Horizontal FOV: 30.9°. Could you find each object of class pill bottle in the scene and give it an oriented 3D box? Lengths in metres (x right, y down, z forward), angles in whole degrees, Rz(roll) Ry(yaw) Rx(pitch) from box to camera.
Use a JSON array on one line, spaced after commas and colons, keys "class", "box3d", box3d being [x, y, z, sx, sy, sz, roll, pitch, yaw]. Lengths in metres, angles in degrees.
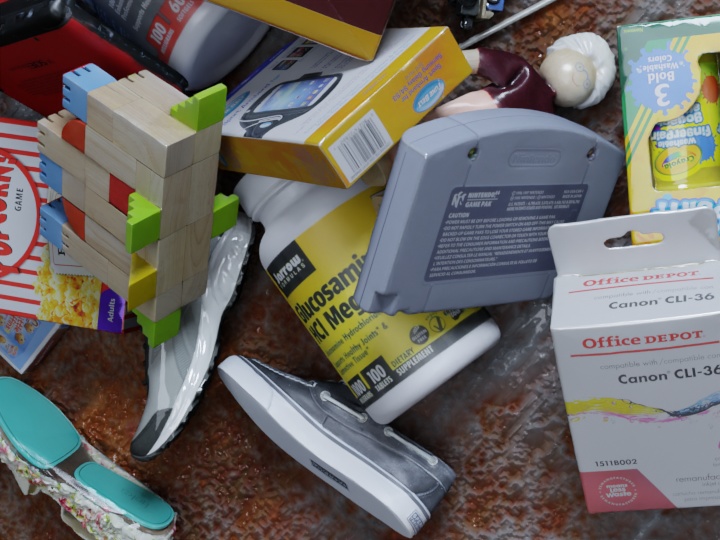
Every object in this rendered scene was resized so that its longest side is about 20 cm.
[{"class": "pill bottle", "box3d": [0.000, 0.000, 0.934, 0.112, 0.112, 0.200, -38, 83, 15]}, {"class": "pill bottle", "box3d": [-0.162, -0.237, 0.960, 0.200, 0.116, 0.116, 42, 104, 9]}]

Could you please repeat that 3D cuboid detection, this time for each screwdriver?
[{"class": "screwdriver", "box3d": [0.073, -0.163, 0.944, 0.200, 0.029, 0.028, -26, 87, 17]}]

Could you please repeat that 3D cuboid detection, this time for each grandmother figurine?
[{"class": "grandmother figurine", "box3d": [0.094, -0.099, 0.891, 0.200, 0.061, 0.121, -34, 122, -17]}]

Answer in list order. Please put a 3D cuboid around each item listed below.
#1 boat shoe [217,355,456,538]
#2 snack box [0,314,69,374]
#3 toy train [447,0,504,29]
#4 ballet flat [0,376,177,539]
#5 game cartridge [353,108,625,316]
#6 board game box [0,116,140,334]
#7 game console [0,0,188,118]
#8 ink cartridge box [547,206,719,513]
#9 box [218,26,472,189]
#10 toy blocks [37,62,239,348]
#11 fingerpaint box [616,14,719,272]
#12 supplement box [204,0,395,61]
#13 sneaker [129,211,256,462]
[{"class": "boat shoe", "box3d": [-0.018, 0.114, 0.975, 0.200, 0.072, 0.068, 33, 68, 25]}, {"class": "snack box", "box3d": [-0.235, -0.013, 1.045, 0.072, 0.024, 0.200, 42, 103, 8]}, {"class": "toy train", "box3d": [0.098, -0.270, 0.926, 0.046, 0.034, 0.200, 7, 96, -15]}, {"class": "ballet flat", "box3d": [-0.235, 0.168, 1.037, 0.200, 0.076, 0.064, 38, 119, 13]}, {"class": "game cartridge", "box3d": [0.090, -0.040, 0.859, 0.041, 0.200, 0.133, 41, 121, 38]}, {"class": "board game box", "box3d": [-0.258, -0.041, 1.011, 0.200, 0.046, 0.152, 8, 96, 14]}, {"class": "game console", "box3d": [-0.221, -0.202, 0.943, 0.200, 0.172, 0.119, 0, 66, 51]}, {"class": "ink cartridge box", "box3d": [0.192, 0.063, 0.866, 0.116, 0.068, 0.200, -8, 120, 17]}, {"class": "box", "box3d": [-0.029, -0.113, 0.874, 0.119, 0.200, 0.042, -44, 116, -18]}, {"class": "toy blocks", "box3d": [-0.166, -0.065, 0.898, 0.137, 0.100, 0.200, 35, 135, 25]}, {"class": "fingerpaint box", "box3d": [0.278, -0.089, 0.869, 0.200, 0.073, 0.167, -3, 94, 16]}, {"class": "supplement box", "box3d": [-0.043, -0.273, 0.808, 0.197, 0.133, 0.200, 20, 126, -5]}, {"class": "sneaker", "box3d": [-0.140, 0.045, 0.983, 0.079, 0.074, 0.201, 17, 84, -4]}]
